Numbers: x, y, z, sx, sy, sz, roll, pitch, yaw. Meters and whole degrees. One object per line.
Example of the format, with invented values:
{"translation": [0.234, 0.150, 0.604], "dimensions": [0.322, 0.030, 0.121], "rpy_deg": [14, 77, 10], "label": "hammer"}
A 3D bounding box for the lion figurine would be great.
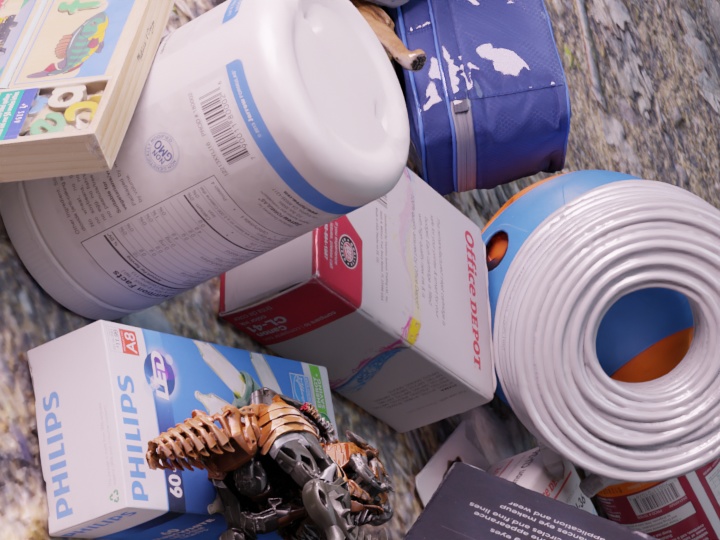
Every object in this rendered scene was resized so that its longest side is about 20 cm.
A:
{"translation": [-0.036, -0.163, 1.263], "dimensions": [0.200, 0.073, 0.122], "rpy_deg": [6, 30, -51], "label": "lion figurine"}

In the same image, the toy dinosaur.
{"translation": [-0.045, 0.119, 0.938], "dimensions": [0.199, 0.102, 0.136], "rpy_deg": [5, 53, -38], "label": "toy dinosaur"}

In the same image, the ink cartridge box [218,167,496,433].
{"translation": [0.000, 0.000, 1.192], "dimensions": [0.200, 0.085, 0.148], "rpy_deg": [39, 40, -43], "label": "ink cartridge box"}

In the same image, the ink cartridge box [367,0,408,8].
{"translation": [-0.003, -0.313, 1.291], "dimensions": [0.200, 0.146, 0.083], "rpy_deg": [53, 25, 23], "label": "ink cartridge box"}

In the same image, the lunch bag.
{"translation": [0.075, -0.165, 1.376], "dimensions": [0.136, 0.132, 0.201], "rpy_deg": [85, -6, -66], "label": "lunch bag"}

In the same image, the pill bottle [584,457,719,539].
{"translation": [0.272, 0.218, 1.460], "dimensions": [0.201, 0.109, 0.110], "rpy_deg": [61, 29, -10], "label": "pill bottle"}

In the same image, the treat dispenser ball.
{"translation": [0.174, 0.025, 1.344], "dimensions": [0.201, 0.200, 0.202], "rpy_deg": [38, 39, -40], "label": "treat dispenser ball"}

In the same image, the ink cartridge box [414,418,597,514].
{"translation": [0.124, 0.203, 1.268], "dimensions": [0.201, 0.067, 0.116], "rpy_deg": [62, 30, -8], "label": "ink cartridge box"}

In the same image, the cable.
{"translation": [0.188, 0.043, 1.211], "dimensions": [0.201, 0.199, 0.069], "rpy_deg": [61, 1, -14], "label": "cable"}

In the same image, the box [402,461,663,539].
{"translation": [0.103, 0.236, 1.059], "dimensions": [0.200, 0.196, 0.118], "rpy_deg": [-44, 150, -60], "label": "box"}

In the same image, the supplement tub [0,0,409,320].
{"translation": [-0.085, -0.065, 0.980], "dimensions": [0.132, 0.199, 0.132], "rpy_deg": [37, 40, -41], "label": "supplement tub"}

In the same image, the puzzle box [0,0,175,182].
{"translation": [-0.172, -0.118, 0.947], "dimensions": [0.201, 0.132, 0.025], "rpy_deg": [-79, 157, -47], "label": "puzzle box"}

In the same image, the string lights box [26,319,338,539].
{"translation": [-0.091, 0.097, 0.996], "dimensions": [0.200, 0.059, 0.103], "rpy_deg": [16, 58, -54], "label": "string lights box"}
